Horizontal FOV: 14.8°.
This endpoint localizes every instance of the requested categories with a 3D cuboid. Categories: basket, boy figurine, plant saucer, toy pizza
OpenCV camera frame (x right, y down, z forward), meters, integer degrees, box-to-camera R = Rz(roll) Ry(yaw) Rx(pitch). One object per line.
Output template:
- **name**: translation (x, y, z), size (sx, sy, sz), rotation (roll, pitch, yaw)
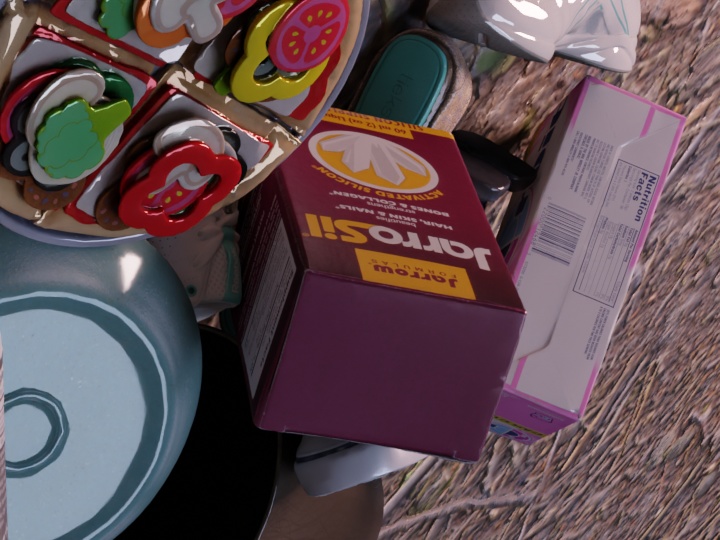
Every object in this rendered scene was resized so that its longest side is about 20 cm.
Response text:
- **basket**: translation (-0.073, 0.120, 1.479), size (0.181, 0.136, 0.200), rotation (-56, 159, 8)
- **boy figurine**: translation (0.025, 0.019, 1.591), size (0.124, 0.064, 0.200), rotation (-17, 135, -61)
- **plant saucer**: translation (-0.158, 0.067, 1.258), size (0.200, 0.036, 0.200), rotation (-12, 119, -22)
- **toy pizza**: translation (-0.079, -0.082, 1.179), size (0.200, 0.032, 0.200), rotation (-22, 141, -19)

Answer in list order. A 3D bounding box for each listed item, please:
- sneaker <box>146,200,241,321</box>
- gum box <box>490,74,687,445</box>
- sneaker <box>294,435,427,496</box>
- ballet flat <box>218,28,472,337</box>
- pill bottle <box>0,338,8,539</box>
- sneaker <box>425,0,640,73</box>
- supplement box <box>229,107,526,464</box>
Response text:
- **sneaker**: translation (-0.081, -0.023, 1.322), size (0.200, 0.088, 0.075), rotation (-57, 154, 7)
- **gum box**: translation (0.115, -0.009, 1.595), size (0.114, 0.066, 0.200), rotation (137, -25, -74)
- **sneaker**: translation (-0.004, 0.061, 1.397), size (0.073, 0.071, 0.200), rotation (-20, -172, 6)
- **ballet flat**: translation (-0.001, -0.035, 1.476), size (0.200, 0.068, 0.067), rotation (-54, 163, 6)
- **pill bottle**: translation (-0.203, 0.068, 1.152), size (0.111, 0.111, 0.201), rotation (-19, 114, -50)
- **sneaker**: translation (0.097, -0.154, 1.502), size (0.200, 0.070, 0.080), rotation (-5, 113, -61)
- **supplement box**: translation (0.000, 0.000, 1.333), size (0.110, 0.200, 0.086), rotation (11, 115, -15)
